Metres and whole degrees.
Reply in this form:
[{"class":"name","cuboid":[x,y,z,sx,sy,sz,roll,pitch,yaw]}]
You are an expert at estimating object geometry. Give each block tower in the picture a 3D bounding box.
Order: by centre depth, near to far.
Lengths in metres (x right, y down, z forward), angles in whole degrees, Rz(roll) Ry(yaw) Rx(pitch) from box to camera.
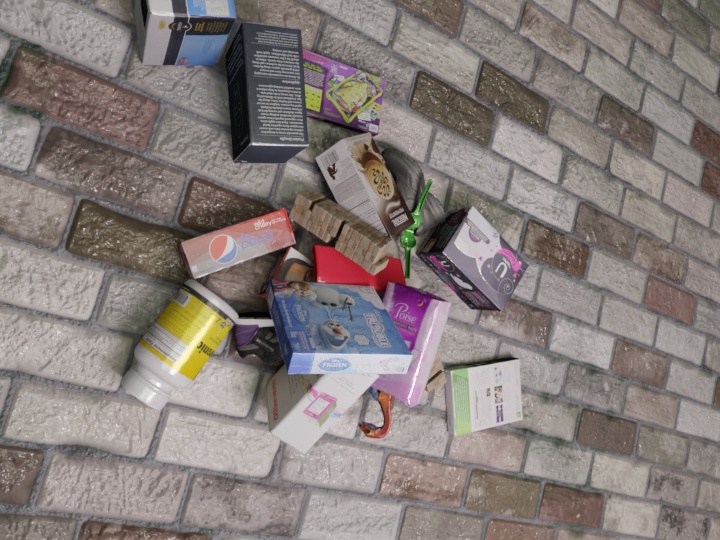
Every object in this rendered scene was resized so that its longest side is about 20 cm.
[{"class":"block tower","cuboid":[-0.034,-0.074,0.984,0.199,0.058,0.054,36,31,15]},{"class":"block tower","cuboid":[0.123,0.160,1.105,0.054,0.057,0.203,-33,121,-24]}]

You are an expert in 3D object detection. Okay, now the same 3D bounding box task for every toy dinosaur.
[{"class":"toy dinosaur","cuboid":[0.035,0.224,1.050,0.103,0.201,0.184,0,55,-14]}]

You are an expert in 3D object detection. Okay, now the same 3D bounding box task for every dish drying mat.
[{"class":"dish drying mat","cuboid":[0.000,0.000,1.013,0.197,0.018,0.078,8,58,-32]}]

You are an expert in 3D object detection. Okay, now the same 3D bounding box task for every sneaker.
[{"class":"sneaker","cuboid":[-0.138,0.125,0.962,0.075,0.197,0.089,-11,101,-64]},{"class":"sneaker","cuboid":[0.098,-0.162,1.126,0.090,0.076,0.201,-38,102,-12]}]

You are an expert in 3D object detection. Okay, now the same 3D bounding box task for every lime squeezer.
[{"class":"lime squeezer","cuboid":[0.105,-0.085,1.092,0.037,0.071,0.204,15,88,2]}]

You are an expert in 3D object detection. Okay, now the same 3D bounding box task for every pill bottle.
[{"class":"pill bottle","cuboid":[-0.306,0.125,0.903,0.111,0.111,0.201,41,74,-19]}]

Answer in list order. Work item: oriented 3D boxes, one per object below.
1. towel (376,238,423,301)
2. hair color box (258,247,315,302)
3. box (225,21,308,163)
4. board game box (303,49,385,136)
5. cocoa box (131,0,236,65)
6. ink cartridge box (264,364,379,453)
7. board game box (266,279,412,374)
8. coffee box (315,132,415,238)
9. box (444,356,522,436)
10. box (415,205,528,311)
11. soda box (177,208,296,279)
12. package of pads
[{"class":"towel","cuboid":[0.038,0.018,1.069,0.199,0.034,0.134,-38,95,-43]},{"class":"hair color box","cuboid":[-0.085,0.054,1.032,0.198,0.061,0.103,33,68,-21]},{"class":"box","cuboid":[-0.169,-0.306,0.953,0.105,0.148,0.204,-4,91,-25]},{"class":"board game box","cuboid":[-0.046,-0.355,1.080,0.197,0.032,0.122,11,89,-26]},{"class":"cocoa box","cuboid":[-0.291,-0.432,0.867,0.129,0.199,0.136,-10,93,-25]},{"class":"ink cartridge box","cuboid":[-0.075,0.196,0.956,0.084,0.145,0.200,40,100,-25]},{"class":"board game box","cuboid":[-0.040,0.089,0.879,0.196,0.201,0.044,5,119,-24]},{"class":"coffee box","cuboid":[0.012,-0.153,1.039,0.113,0.079,0.202,-33,97,-54]},{"class":"box","cuboid":[0.283,0.284,1.228,0.197,0.036,0.147,-4,91,-27]},{"class":"box","cuboid":[0.246,-0.023,1.169,0.200,0.114,0.133,42,73,-19]},{"class":"soda box","cuboid":[-0.223,-0.050,0.971,0.197,0.063,0.071,-22,99,-25]},{"class":"package of pads","cuboid":[0.081,0.132,0.977,0.075,0.119,0.203,19,89,-62]}]
